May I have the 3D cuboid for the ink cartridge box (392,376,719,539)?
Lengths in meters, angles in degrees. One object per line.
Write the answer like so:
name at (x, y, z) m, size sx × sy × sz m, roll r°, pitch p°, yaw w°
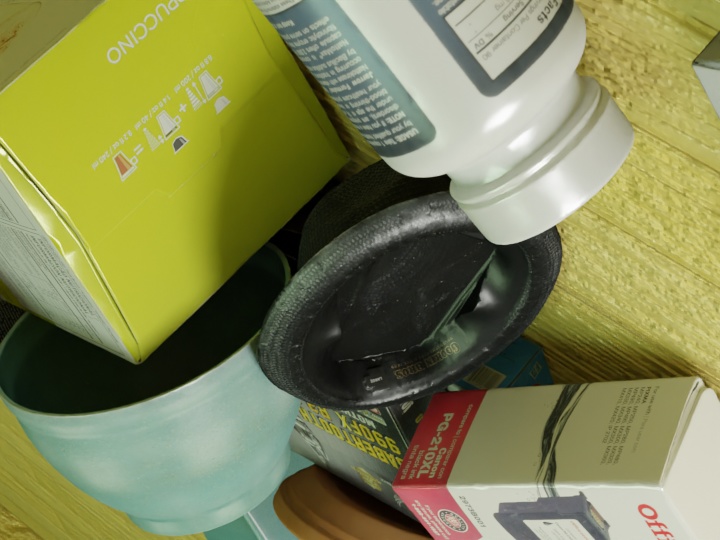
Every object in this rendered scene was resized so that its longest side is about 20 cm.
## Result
ink cartridge box at (0.145, 0.146, 1.106) m, size 0.199 × 0.085 × 0.145 m, roll -6°, pitch 133°, yaw 40°

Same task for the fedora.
fedora at (0.020, -0.005, 1.068) m, size 0.201 × 0.200 × 0.092 m, roll 76°, pitch 175°, yaw -55°

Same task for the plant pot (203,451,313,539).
plant pot at (-0.096, 0.139, 1.545) m, size 0.200 × 0.141 × 0.141 m, roll 58°, pitch 155°, yaw -17°

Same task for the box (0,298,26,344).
box at (-0.280, 0.004, 1.192) m, size 0.200 × 0.036 × 0.143 m, roll -72°, pitch -42°, yaw -72°

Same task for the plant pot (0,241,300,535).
plant pot at (-0.120, 0.085, 1.157) m, size 0.200 × 0.200 × 0.135 m, roll 18°, pitch 135°, yaw 48°

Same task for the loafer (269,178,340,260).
loafer at (0.000, 0.000, 1.186) m, size 0.200 × 0.071 × 0.073 m, roll 31°, pitch 156°, yaw 29°

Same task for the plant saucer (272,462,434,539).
plant saucer at (0.034, 0.187, 1.332) m, size 0.199 × 0.038 × 0.200 m, roll 18°, pitch -170°, yaw -3°

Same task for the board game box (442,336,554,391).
board game box at (0.060, 0.096, 1.285) m, size 0.200 × 0.056 × 0.196 m, roll 27°, pitch 154°, yaw 37°

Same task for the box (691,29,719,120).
box at (0.248, -0.033, 0.726) m, size 0.200 × 0.041 × 0.156 m, roll 14°, pitch 145°, yaw 54°

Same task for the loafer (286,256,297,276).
loafer at (-0.085, -0.029, 1.323) m, size 0.072 × 0.063 × 0.200 m, roll -30°, pitch 116°, yaw 37°

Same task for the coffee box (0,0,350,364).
coffee box at (-0.168, -0.097, 1.122) m, size 0.197 × 0.200 × 0.200 m, roll 19°, pitch 147°, yaw 49°

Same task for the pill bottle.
pill bottle at (0.035, -0.115, 0.839) m, size 0.200 × 0.120 × 0.119 m, roll 50°, pitch 158°, yaw -17°

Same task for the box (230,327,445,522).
box at (-0.012, 0.093, 1.260) m, size 0.200 × 0.048 × 0.159 m, roll 25°, pitch 152°, yaw 40°
